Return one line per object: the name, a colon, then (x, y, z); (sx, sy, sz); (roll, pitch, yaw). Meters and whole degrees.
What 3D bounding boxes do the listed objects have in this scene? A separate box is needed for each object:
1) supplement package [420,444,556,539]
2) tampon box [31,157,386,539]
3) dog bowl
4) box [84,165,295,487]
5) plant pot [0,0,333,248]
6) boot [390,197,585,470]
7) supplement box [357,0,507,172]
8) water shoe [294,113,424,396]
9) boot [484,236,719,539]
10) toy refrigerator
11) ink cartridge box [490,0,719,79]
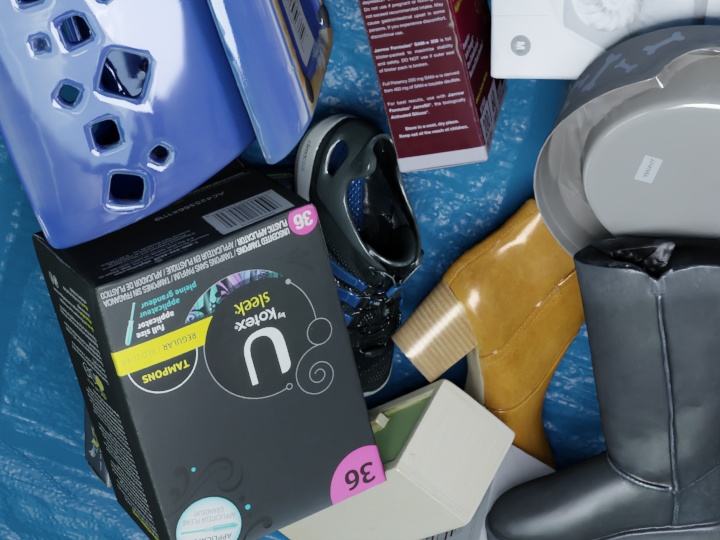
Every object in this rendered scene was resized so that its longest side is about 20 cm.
supplement package: (0.102, 0.253, 1.598); (0.191, 0.147, 0.200); (32, 138, -17)
tampon box: (-0.093, 0.056, 1.471); (0.150, 0.126, 0.201); (-23, 114, -17)
dog bowl: (0.205, -0.065, 1.405); (0.199, 0.059, 0.200); (6, 139, 6)
box: (-0.103, 0.036, 1.562); (0.157, 0.051, 0.201); (-7, 110, -24)
plant pot: (-0.125, -0.156, 1.445); (0.179, 0.200, 0.200); (-14, 114, 12)
boot: (0.123, 0.050, 1.575); (0.144, 0.071, 0.201); (-40, 130, 3)
supplement box: (0.037, -0.175, 1.447); (0.061, 0.109, 0.201); (-8, 117, 15)
water shoe: (0.000, 0.000, 1.526); (0.079, 0.071, 0.201); (24, 129, 49)
boot: (0.150, 0.078, 1.440); (0.164, 0.066, 0.201); (-7, 122, 1)
toy refrigerator: (0.014, 0.138, 1.584); (0.070, 0.076, 0.200); (38, 152, -13)
ink cartridge box: (0.176, -0.212, 1.403); (0.199, 0.041, 0.200); (0, 98, 11)
